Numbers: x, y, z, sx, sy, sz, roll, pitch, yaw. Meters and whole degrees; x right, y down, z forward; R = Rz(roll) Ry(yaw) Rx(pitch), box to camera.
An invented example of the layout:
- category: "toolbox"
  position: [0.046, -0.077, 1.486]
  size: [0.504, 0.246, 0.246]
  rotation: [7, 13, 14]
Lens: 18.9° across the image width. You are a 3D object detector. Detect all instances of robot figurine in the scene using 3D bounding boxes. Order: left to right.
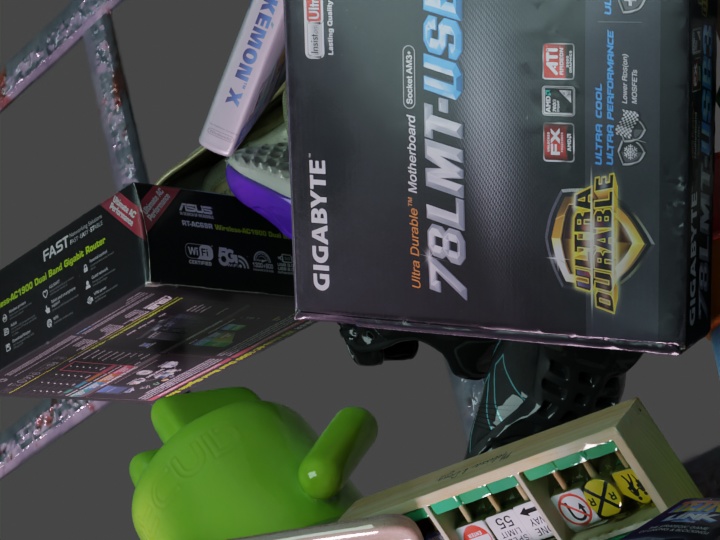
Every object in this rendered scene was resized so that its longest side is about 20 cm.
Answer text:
- category: "robot figurine"
  position: [-0.049, 0.152, 1.185]
  size: [0.200, 0.115, 0.176]
  rotation: [50, 128, 37]

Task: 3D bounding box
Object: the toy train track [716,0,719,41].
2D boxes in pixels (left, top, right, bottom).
- category: "toy train track"
  position: [0.157, -0.176, 0.989]
  size: [0.201, 0.032, 0.115]
  rotation: [64, 169, -26]

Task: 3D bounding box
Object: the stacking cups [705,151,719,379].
- category: "stacking cups"
  position: [0.182, 0.044, 0.988]
  size: [0.060, 0.060, 0.201]
  rotation: [-34, 58, 40]

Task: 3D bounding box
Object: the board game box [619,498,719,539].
- category: "board game box"
  position: [0.128, 0.217, 0.896]
  size: [0.057, 0.165, 0.201]
  rotation: [-7, 102, 47]

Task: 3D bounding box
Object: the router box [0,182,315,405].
- category: "router box"
  position: [-0.124, 0.018, 1.265]
  size: [0.200, 0.149, 0.062]
  rotation: [-28, 65, 42]

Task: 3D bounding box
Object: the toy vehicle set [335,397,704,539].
- category: "toy vehicle set"
  position: [0.089, 0.144, 1.049]
  size: [0.200, 0.027, 0.125]
  rotation: [-26, 102, 44]

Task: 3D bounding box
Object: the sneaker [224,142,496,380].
- category: "sneaker"
  position: [0.000, 0.000, 1.167]
  size: [0.200, 0.069, 0.100]
  rotation: [26, 116, 31]

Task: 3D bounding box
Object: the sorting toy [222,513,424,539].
- category: "sorting toy"
  position: [-0.036, 0.225, 1.101]
  size: [0.184, 0.036, 0.201]
  rotation: [-11, 109, 19]

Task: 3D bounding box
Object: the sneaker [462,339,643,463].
- category: "sneaker"
  position: [0.099, 0.057, 1.084]
  size: [0.079, 0.075, 0.201]
  rotation: [-93, 23, -60]

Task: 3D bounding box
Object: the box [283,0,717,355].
- category: "box"
  position: [0.061, -0.070, 0.987]
  size: [0.198, 0.050, 0.201]
  rotation: [5, 102, 25]

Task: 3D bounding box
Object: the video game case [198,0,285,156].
- category: "video game case"
  position: [-0.023, -0.175, 1.160]
  size: [0.022, 0.200, 0.183]
  rotation: [24, 117, 2]

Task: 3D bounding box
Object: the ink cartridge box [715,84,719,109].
- category: "ink cartridge box"
  position: [0.230, -0.086, 0.863]
  size: [0.200, 0.084, 0.146]
  rotation: [102, 149, -55]

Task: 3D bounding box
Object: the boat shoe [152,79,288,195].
- category: "boat shoe"
  position: [-0.043, -0.073, 1.252]
  size: [0.200, 0.063, 0.074]
  rotation: [-27, 65, 43]
